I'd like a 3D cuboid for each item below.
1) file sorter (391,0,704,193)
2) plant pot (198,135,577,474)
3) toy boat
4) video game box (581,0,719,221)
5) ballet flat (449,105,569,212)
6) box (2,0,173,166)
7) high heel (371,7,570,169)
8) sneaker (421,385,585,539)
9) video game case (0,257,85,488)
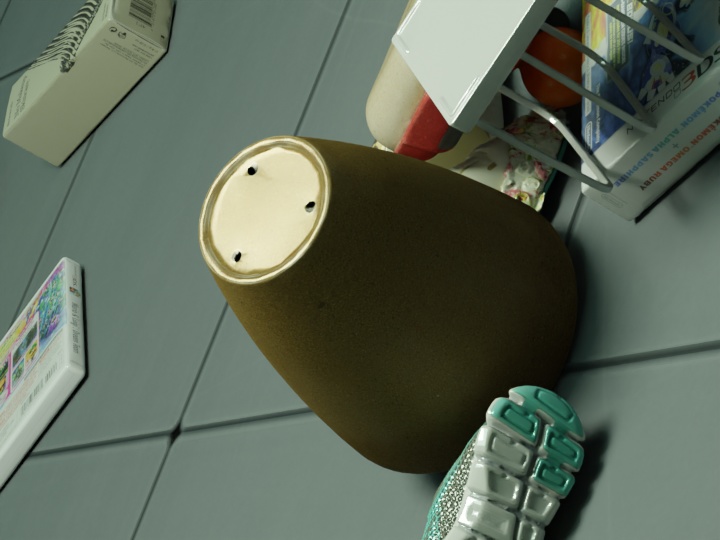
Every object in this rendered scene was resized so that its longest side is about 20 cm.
[{"bbox_3d":[0.136,-0.165,1.606,0.200,0.125,0.139,-56,25,14],"label":"file sorter"},{"bbox_3d":[0.000,0.000,1.642,0.186,0.200,0.186,-16,59,29],"label":"plant pot"},{"bbox_3d":[0.093,-0.148,1.778,0.131,0.131,0.200,118,175,-48],"label":"toy boat"},{"bbox_3d":[0.204,-0.155,1.671,0.182,0.047,0.200,-41,30,35],"label":"video game box"},{"bbox_3d":[0.073,-0.027,1.774,0.076,0.064,0.200,-7,56,63],"label":"ballet flat"},{"bbox_3d":[-0.263,-0.195,2.673,0.200,0.068,0.082,-43,30,36],"label":"box"},{"bbox_3d":[0.046,-0.118,1.914,0.200,0.071,0.143,-46,28,-7],"label":"high heel"},{"bbox_3d":[0.064,0.164,1.584,0.200,0.078,0.091,-62,7,-11],"label":"sneaker"},{"bbox_3d":[-0.307,0.109,2.471,0.200,0.024,0.182,-52,24,23],"label":"video game case"}]
